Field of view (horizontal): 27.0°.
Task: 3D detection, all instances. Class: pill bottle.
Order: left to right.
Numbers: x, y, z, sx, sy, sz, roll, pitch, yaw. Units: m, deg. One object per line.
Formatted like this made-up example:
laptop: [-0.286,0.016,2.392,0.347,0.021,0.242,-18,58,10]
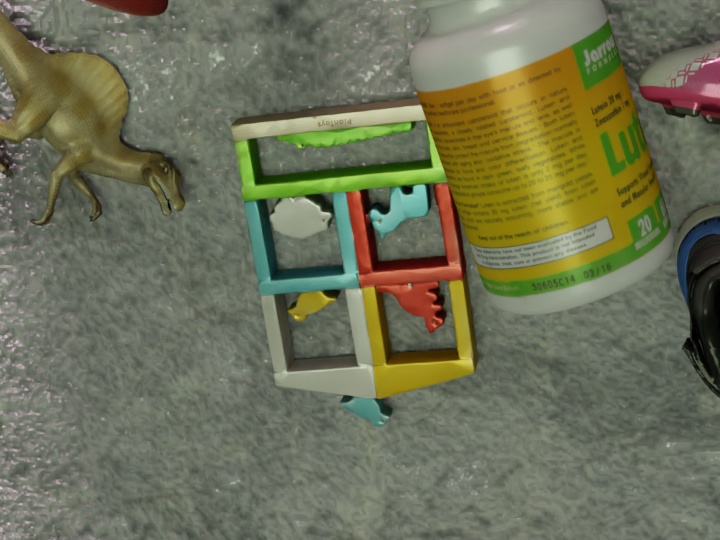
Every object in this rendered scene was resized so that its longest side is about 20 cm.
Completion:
pill bottle: [0.091,-0.089,0.816,0.110,0.111,0.202,-16,106,17]

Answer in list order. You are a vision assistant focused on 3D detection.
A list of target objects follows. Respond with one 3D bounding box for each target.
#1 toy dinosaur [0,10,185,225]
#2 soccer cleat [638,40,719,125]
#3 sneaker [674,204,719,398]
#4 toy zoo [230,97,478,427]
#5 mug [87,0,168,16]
toy dinosaur: [-0.194,-0.098,0.913,0.101,0.058,0.200,-42,105,7]
soccer cleat: [0.250,-0.118,0.804,0.197,0.070,0.088,4,95,8]
sneaker: [0.243,0.064,0.840,0.076,0.111,0.201,-30,102,20]
toy zoo: [0.000,0.000,0.917,0.129,0.020,0.203,-5,109,13]
mug: [-0.111,-0.245,0.777,0.132,0.178,0.201,20,112,-31]
